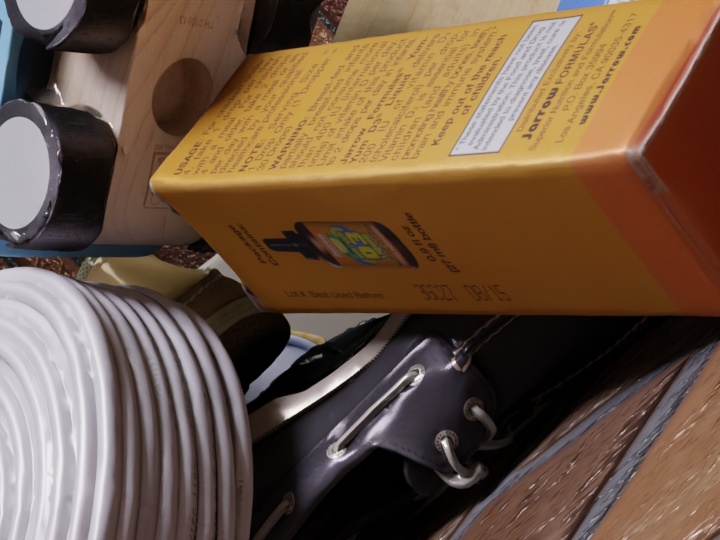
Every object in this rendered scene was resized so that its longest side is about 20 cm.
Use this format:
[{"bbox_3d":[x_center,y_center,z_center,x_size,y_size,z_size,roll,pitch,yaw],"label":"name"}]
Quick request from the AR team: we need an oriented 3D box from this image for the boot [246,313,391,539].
[{"bbox_3d":[-0.031,0.074,0.862,0.198,0.073,0.162,-35,2,-14],"label":"boot"}]

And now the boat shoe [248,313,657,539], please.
[{"bbox_3d":[0.024,0.052,0.720,0.200,0.063,0.073,-35,-41,16],"label":"boat shoe"}]

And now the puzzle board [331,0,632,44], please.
[{"bbox_3d":[0.068,-0.130,0.746,0.151,0.017,0.201,21,89,50],"label":"puzzle board"}]

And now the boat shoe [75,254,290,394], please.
[{"bbox_3d":[-0.080,0.024,0.867,0.072,0.076,0.200,-35,-3,-16],"label":"boat shoe"}]

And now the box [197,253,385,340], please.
[{"bbox_3d":[-0.007,0.008,1.223,0.200,0.109,0.128,-39,0,-29],"label":"box"}]

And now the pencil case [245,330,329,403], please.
[{"bbox_3d":[-0.061,0.086,1.068,0.091,0.083,0.200,-58,7,-23],"label":"pencil case"}]

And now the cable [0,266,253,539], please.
[{"bbox_3d":[-0.118,0.094,0.732,0.200,0.069,0.201,-5,67,50],"label":"cable"}]

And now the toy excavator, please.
[{"bbox_3d":[-0.122,-0.050,0.804,0.100,0.200,0.195,0,-72,-42],"label":"toy excavator"}]

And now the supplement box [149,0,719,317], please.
[{"bbox_3d":[0.032,-0.029,0.662,0.200,0.067,0.069,-3,48,46],"label":"supplement box"}]
